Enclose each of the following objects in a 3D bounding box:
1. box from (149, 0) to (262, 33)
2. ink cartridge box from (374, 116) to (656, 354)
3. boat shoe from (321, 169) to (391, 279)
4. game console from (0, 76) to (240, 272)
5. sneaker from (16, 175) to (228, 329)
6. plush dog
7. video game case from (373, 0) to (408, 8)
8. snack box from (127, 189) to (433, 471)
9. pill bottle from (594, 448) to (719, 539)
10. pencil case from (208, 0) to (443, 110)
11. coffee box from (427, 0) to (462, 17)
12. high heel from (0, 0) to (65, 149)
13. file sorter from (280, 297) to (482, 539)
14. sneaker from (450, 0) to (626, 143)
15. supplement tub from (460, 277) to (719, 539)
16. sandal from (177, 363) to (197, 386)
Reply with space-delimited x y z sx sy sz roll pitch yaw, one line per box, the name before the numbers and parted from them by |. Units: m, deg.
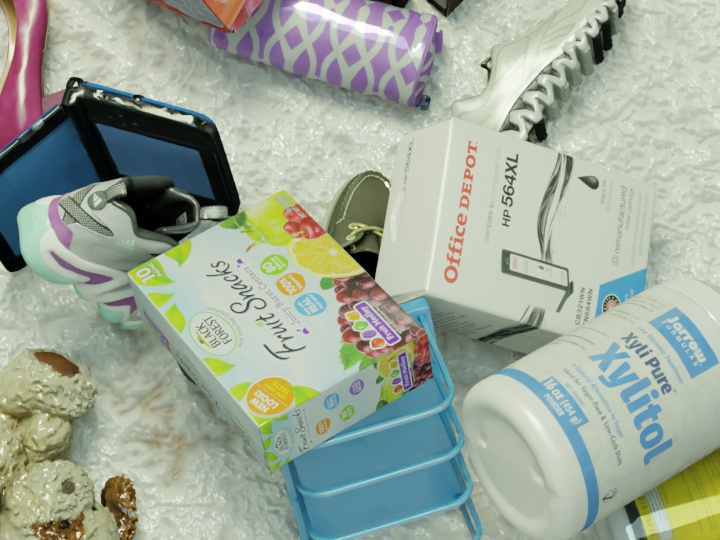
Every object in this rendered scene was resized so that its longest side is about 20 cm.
box | -0.153 -0.277 1.647 0.095 0.103 0.200 -49 40 -11
ink cartridge box | 0.123 -0.019 1.596 0.199 0.084 0.147 16 75 -26
boat shoe | 0.003 0.001 1.620 0.072 0.060 0.203 16 58 -12
game console | -0.198 -0.056 1.585 0.170 0.200 0.119 16 74 8
sneaker | -0.156 -0.020 1.565 0.139 0.200 0.078 -21 69 20
plush dog | -0.263 0.181 1.559 0.172 0.200 0.161 43 123 11
video game case | -0.051 -0.291 1.659 0.199 0.181 0.026 31 84 8
snack box | -0.060 0.039 1.468 0.142 0.053 0.200 -30 46 -17
pill bottle | 0.284 0.183 1.568 0.199 0.112 0.113 -16 76 -4
pencil case | -0.028 -0.201 1.689 0.199 0.084 0.086 18 41 3
coffee box | 0.039 -0.329 1.721 0.200 0.080 0.113 43 78 11
high heel | -0.300 -0.191 1.689 0.096 0.067 0.201 -20 79 -16
file sorter | 0.014 0.150 1.517 0.138 0.201 0.123 -16 36 -5
sneaker | 0.151 -0.178 1.689 0.081 0.075 0.200 34 77 18
supplement tub | 0.186 0.102 1.499 0.199 0.132 0.132 -28 76 -24
sandal | -0.048 0.074 1.626 0.200 0.057 0.080 14 75 4
